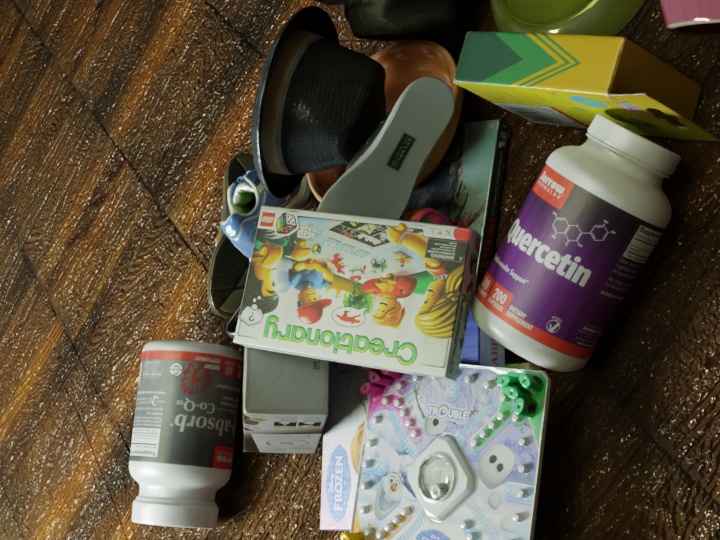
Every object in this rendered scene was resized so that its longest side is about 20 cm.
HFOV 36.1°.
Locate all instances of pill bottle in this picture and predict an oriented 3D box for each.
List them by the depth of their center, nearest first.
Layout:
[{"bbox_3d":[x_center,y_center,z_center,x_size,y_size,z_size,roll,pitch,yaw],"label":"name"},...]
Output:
[{"bbox_3d":[0.181,-0.024,0.919,0.112,0.112,0.200,40,109,44],"label":"pill bottle"},{"bbox_3d":[-0.198,0.185,1.247,0.116,0.116,0.200,-7,74,44],"label":"pill bottle"}]

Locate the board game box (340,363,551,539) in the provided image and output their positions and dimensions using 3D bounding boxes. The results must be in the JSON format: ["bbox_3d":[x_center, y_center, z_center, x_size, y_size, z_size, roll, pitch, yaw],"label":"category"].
[{"bbox_3d":[0.065,0.178,0.953,0.200,0.026,0.200,1,80,45],"label":"board game box"}]

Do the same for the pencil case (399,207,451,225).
[{"bbox_3d":[0.000,0.000,1.082,0.200,0.088,0.089,-15,68,36],"label":"pencil case"}]

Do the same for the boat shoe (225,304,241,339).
[{"bbox_3d":[-0.071,0.019,1.202,0.200,0.065,0.072,-44,49,27],"label":"boat shoe"}]

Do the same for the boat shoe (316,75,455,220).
[{"bbox_3d":[0.019,-0.092,1.037,0.200,0.070,0.066,-60,4,-5],"label":"boat shoe"}]

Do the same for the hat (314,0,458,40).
[{"bbox_3d":[0.043,-0.270,1.104,0.200,0.200,0.081,-14,87,43],"label":"hat"}]

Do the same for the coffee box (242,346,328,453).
[{"bbox_3d":[-0.075,0.108,1.089,0.200,0.080,0.113,105,166,-69],"label":"coffee box"}]

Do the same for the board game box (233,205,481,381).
[{"bbox_3d":[-0.004,0.017,0.953,0.200,0.035,0.127,7,81,22],"label":"board game box"}]

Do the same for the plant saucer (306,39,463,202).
[{"bbox_3d":[0.028,-0.144,1.138,0.200,0.037,0.200,-25,49,32],"label":"plant saucer"}]

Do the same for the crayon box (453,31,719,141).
[{"bbox_3d":[0.195,-0.157,0.938,0.200,0.127,0.051,16,90,46],"label":"crayon box"}]

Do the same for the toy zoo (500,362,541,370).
[{"bbox_3d":[0.081,0.156,1.038,0.200,0.020,0.132,-9,72,44],"label":"toy zoo"}]

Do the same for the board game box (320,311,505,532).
[{"bbox_3d":[0.046,0.142,1.031,0.199,0.041,0.200,-13,69,43],"label":"board game box"}]

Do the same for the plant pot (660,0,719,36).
[{"bbox_3d":[0.298,-0.272,0.834,0.200,0.200,0.179,8,101,47],"label":"plant pot"}]

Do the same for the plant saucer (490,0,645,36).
[{"bbox_3d":[0.195,-0.297,1.049,0.200,0.031,0.200,-16,66,42],"label":"plant saucer"}]

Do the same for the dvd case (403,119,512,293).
[{"bbox_3d":[0.075,-0.047,1.103,0.146,0.022,0.200,1,80,46],"label":"dvd case"}]

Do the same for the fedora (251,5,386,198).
[{"bbox_3d":[-0.029,-0.158,1.076,0.091,0.201,0.201,11,86,16],"label":"fedora"}]

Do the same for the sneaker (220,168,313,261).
[{"bbox_3d":[-0.098,-0.092,1.224,0.076,0.077,0.200,-34,31,35],"label":"sneaker"}]

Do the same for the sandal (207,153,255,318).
[{"bbox_3d":[-0.141,-0.037,1.285,0.055,0.082,0.200,-32,54,57],"label":"sandal"}]
